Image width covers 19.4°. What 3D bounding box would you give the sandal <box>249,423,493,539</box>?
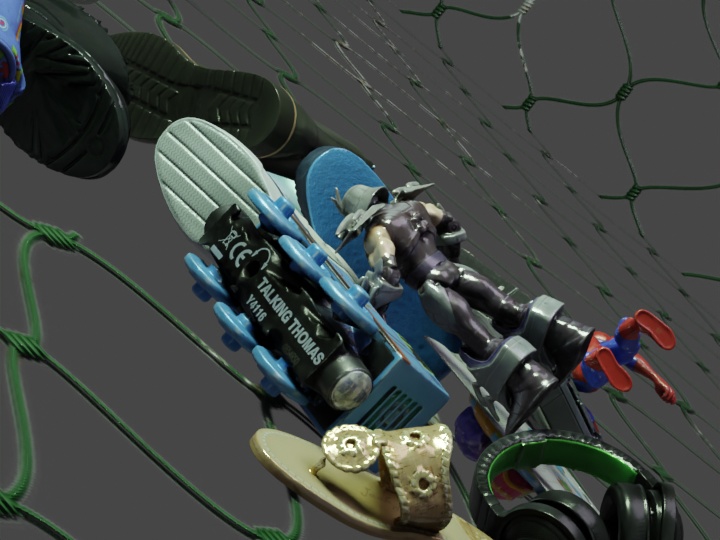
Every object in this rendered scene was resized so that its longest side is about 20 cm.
[{"bbox_3d":[0.035,0.120,1.204,0.211,0.070,0.078,34,12,-29],"label":"sandal"}]

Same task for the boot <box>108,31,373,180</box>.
[{"bbox_3d":[-0.100,-0.106,1.549,0.199,0.078,0.138,25,-1,36],"label":"boot"}]

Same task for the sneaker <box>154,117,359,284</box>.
[{"bbox_3d":[-0.067,-0.018,1.437,0.200,0.073,0.071,51,1,13],"label":"sneaker"}]

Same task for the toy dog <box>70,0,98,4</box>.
[{"bbox_3d":[-0.245,-0.268,1.708,0.132,0.096,0.200,38,11,-12],"label":"toy dog"}]

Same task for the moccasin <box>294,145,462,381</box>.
[{"bbox_3d":[0.000,0.000,1.514,0.068,0.080,0.201,23,-37,60],"label":"moccasin"}]

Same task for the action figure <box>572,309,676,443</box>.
[{"bbox_3d":[0.189,0.086,1.499,0.099,0.065,0.200,50,-9,-1],"label":"action figure"}]

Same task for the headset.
[{"bbox_3d":[0.143,0.179,1.299,0.122,0.095,0.200,-6,34,-25],"label":"headset"}]

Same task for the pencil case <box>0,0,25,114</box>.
[{"bbox_3d":[-0.236,-0.170,1.264,0.086,0.078,0.201,14,41,-18],"label":"pencil case"}]

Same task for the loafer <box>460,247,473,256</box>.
[{"bbox_3d":[0.068,0.010,1.720,0.067,0.076,0.200,36,10,13],"label":"loafer"}]

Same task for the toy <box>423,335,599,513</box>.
[{"bbox_3d":[0.109,0.138,1.432,0.200,0.047,0.115,48,7,23],"label":"toy"}]

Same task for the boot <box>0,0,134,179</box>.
[{"bbox_3d":[-0.199,-0.130,1.397,0.198,0.074,0.162,39,11,17],"label":"boot"}]

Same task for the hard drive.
[{"bbox_3d":[0.097,0.052,1.553,0.140,0.038,0.200,62,-11,-28],"label":"hard drive"}]

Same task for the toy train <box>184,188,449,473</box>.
[{"bbox_3d":[-0.033,0.032,1.301,0.114,0.087,0.200,42,5,-42],"label":"toy train"}]

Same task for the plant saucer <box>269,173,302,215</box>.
[{"bbox_3d":[-0.079,-0.064,1.651,0.200,0.027,0.200,38,12,-10],"label":"plant saucer"}]

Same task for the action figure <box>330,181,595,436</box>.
[{"bbox_3d":[0.054,0.012,1.394,0.200,0.070,0.130,42,44,11],"label":"action figure"}]
